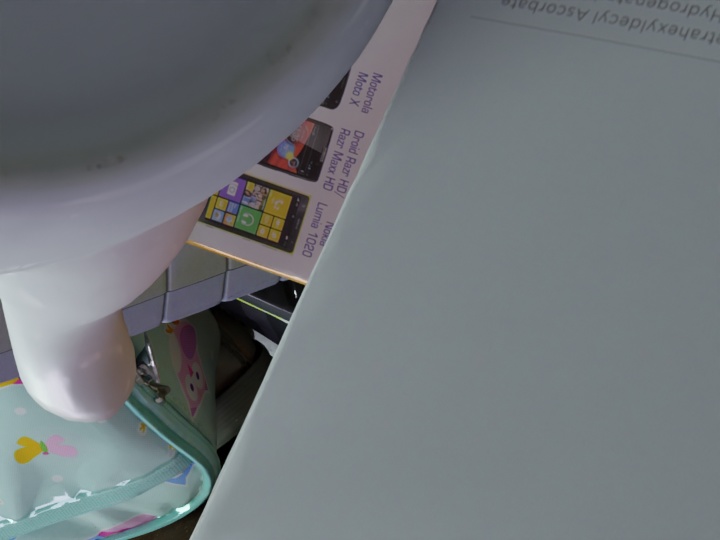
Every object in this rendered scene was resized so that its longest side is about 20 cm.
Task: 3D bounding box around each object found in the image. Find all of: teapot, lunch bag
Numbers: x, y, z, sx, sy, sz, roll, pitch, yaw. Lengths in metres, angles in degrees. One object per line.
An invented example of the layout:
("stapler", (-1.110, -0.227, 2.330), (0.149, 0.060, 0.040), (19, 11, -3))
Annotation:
("teapot", (-0.089, -0.094, 0.516), (0.196, 0.201, 0.146), (21, 172, -20))
("lunch bag", (-0.146, 0.044, 0.911), (0.199, 0.077, 0.160), (-19, 137, 21))

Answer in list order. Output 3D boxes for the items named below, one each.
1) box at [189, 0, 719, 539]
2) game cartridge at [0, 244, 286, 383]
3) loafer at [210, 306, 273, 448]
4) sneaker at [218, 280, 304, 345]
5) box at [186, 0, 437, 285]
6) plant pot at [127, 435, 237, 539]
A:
("box", (0.079, 0.007, 0.534), (0.106, 0.201, 0.152), (15, 160, 32))
("game cartridge", (-0.115, -0.033, 0.798), (0.129, 0.039, 0.200), (-15, -147, -41))
("loafer", (-0.080, 0.025, 1.063), (0.063, 0.072, 0.200), (52, 170, -12))
("sneaker", (0.000, 0.000, 0.899), (0.200, 0.072, 0.083), (36, 174, -14))
("box", (-0.051, -0.075, 0.599), (0.199, 0.120, 0.041), (19, -171, 6))
("plant pot", (-0.016, 0.126, 1.010), (0.186, 0.187, 0.200), (29, -160, -14))
